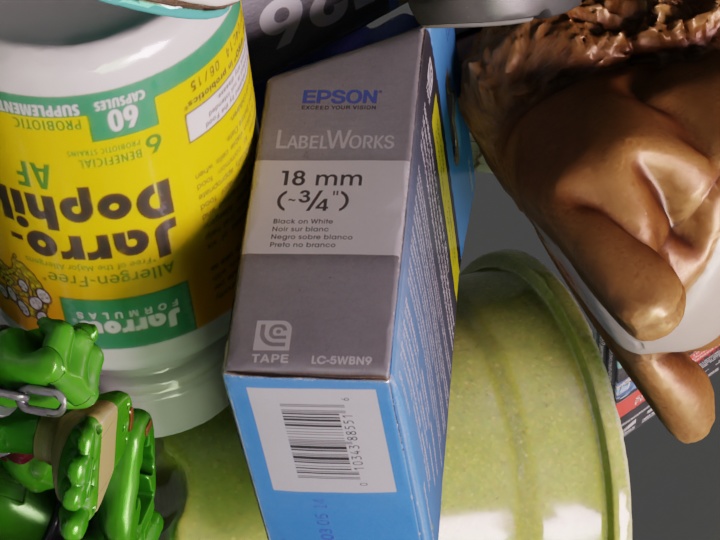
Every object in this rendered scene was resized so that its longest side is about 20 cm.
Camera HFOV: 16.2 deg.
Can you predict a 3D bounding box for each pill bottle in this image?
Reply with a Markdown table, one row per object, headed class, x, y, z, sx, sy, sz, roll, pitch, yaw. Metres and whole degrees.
| class | x | y | z | sx | sy | sz | roll | pitch | yaw |
| --- | --- | --- | --- | --- | --- | --- | --- | --- | --- |
| pill bottle | -0.091 | -0.035 | 0.932 | 0.112 | 0.113 | 0.201 | -25 | 137 | -19 |

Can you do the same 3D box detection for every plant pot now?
| class | x | y | z | sx | sy | sz | roll | pitch | yaw |
| --- | --- | --- | --- | --- | --- | --- | --- | --- | --- |
| plant pot | -0.011 | 0.097 | 1.071 | 0.183 | 0.201 | 0.201 | -4 | 128 | -21 |

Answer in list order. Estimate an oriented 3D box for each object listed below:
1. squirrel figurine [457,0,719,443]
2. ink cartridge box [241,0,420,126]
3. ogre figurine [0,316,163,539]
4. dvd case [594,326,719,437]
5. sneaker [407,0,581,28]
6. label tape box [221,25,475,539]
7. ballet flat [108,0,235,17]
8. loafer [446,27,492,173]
| class | x | y | z | sx | sy | sz | roll | pitch | yaw |
| --- | --- | --- | --- | --- | --- | --- | --- | --- | --- |
| squirrel figurine | 0.147 | -0.064 | 0.972 | 0.186 | 0.200 | 0.142 | -34 | 147 | 0 |
| ink cartridge box | 0.020 | -0.153 | 0.971 | 0.197 | 0.047 | 0.200 | -30 | 136 | -15 |
| ogre figurine | -0.139 | 0.060 | 0.906 | 0.200 | 0.119 | 0.099 | 30 | 71 | -81 |
| dvd case | 0.173 | 0.004 | 1.194 | 0.146 | 0.022 | 0.200 | -34 | 160 | -9 |
| sneaker | 0.094 | -0.148 | 0.945 | 0.200 | 0.075 | 0.080 | -24 | 107 | -42 |
| label tape box | 0.000 | 0.000 | 0.951 | 0.063 | 0.201 | 0.144 | 0 | 142 | 9 |
| ballet flat | -0.128 | -0.131 | 0.795 | 0.199 | 0.070 | 0.070 | 13 | 122 | -6 |
| loafer | 0.100 | -0.072 | 1.082 | 0.199 | 0.063 | 0.072 | -8 | 137 | -36 |
